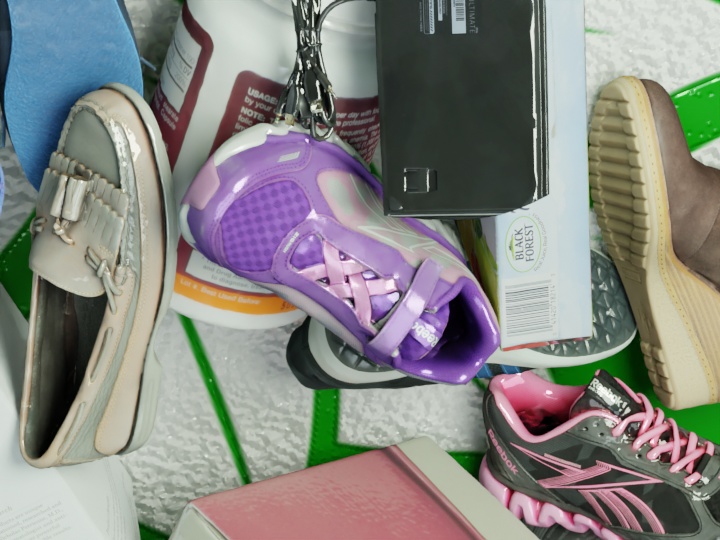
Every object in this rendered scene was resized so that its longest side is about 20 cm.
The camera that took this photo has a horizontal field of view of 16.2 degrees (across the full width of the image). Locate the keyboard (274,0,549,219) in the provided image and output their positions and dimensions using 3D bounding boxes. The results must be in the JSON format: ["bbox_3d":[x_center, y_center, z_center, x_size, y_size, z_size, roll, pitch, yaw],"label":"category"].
[{"bbox_3d":[0.021,-0.123,1.125,0.126,0.021,0.202,0,95,15],"label":"keyboard"}]

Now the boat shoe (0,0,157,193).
[{"bbox_3d":[-0.142,-0.130,1.213,0.083,0.069,0.201,-7,122,-12],"label":"boat shoe"}]

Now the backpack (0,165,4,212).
[{"bbox_3d":[-0.229,0.003,1.121,0.133,0.200,0.184,-2,118,-20],"label":"backpack"}]

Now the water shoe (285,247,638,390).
[{"bbox_3d":[0.054,0.025,1.357,0.199,0.072,0.079,-3,169,-27],"label":"water shoe"}]

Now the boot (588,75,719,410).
[{"bbox_3d":[0.215,-0.034,1.355,0.165,0.072,0.201,-22,114,-15],"label":"boot"}]

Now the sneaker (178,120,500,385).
[{"bbox_3d":[0.000,0.000,1.184,0.081,0.089,0.200,-48,137,12],"label":"sneaker"}]

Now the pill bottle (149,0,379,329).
[{"bbox_3d":[-0.043,-0.082,1.233,0.113,0.114,0.201,12,120,-18],"label":"pill bottle"}]

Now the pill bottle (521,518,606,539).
[{"bbox_3d":[0.162,0.198,1.401,0.113,0.201,0.115,-5,123,-7],"label":"pill bottle"}]

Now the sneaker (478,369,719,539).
[{"bbox_3d":[0.147,0.101,1.360,0.199,0.079,0.096,11,129,29],"label":"sneaker"}]

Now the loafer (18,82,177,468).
[{"bbox_3d":[-0.131,0.010,1.211,0.063,0.072,0.201,-21,129,-37],"label":"loafer"}]

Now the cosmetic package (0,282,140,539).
[{"bbox_3d":[-0.192,0.091,1.319,0.081,0.113,0.201,-26,122,7],"label":"cosmetic package"}]

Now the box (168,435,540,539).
[{"bbox_3d":[-0.015,0.184,1.358,0.199,0.109,0.128,-11,135,-49],"label":"box"}]

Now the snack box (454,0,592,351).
[{"bbox_3d":[0.074,-0.083,1.236,0.053,0.143,0.201,-8,124,-6],"label":"snack box"}]
